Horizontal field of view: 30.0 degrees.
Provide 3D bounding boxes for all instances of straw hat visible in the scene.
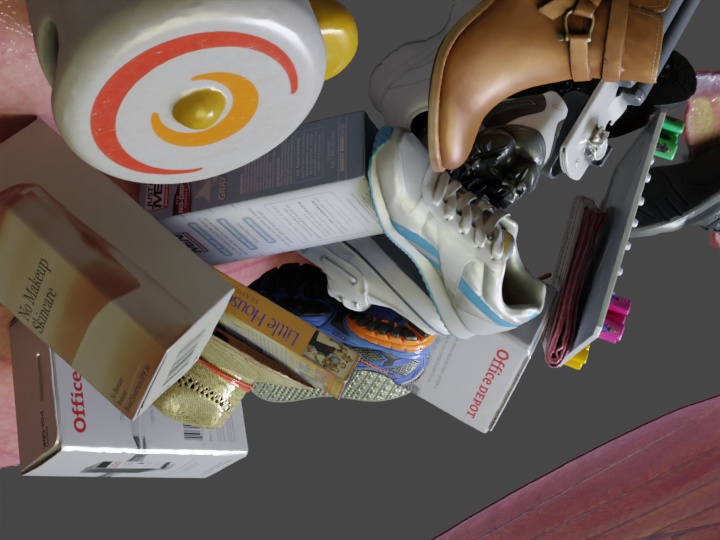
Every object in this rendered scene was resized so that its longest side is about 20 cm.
[{"bbox_3d":[-0.144,0.089,1.174,0.086,0.200,0.201,-59,146,-3],"label":"straw hat"}]

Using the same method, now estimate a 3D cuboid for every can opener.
[{"bbox_3d":[0.205,-0.162,1.073,0.201,0.066,0.053,-56,147,-8],"label":"can opener"}]

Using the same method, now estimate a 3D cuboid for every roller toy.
[{"bbox_3d":[-0.117,-0.150,0.875,0.182,0.141,0.199,-35,148,25],"label":"roller toy"}]

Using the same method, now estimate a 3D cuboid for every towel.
[{"bbox_3d":[0.198,0.005,1.265,0.022,0.146,0.200,15,-172,5],"label":"towel"}]

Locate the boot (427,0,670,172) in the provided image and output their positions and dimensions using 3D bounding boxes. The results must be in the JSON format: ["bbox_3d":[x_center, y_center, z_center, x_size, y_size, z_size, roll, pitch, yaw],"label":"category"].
[{"bbox_3d":[0.135,-0.152,0.956,0.153,0.203,0.077,16,-177,7],"label":"boot"}]

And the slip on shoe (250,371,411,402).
[{"bbox_3d":[-0.022,0.092,1.358,0.197,0.062,0.075,-5,133,25],"label":"slip on shoe"}]

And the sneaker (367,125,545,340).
[{"bbox_3d":[0.074,-0.035,1.033,0.080,0.077,0.201,-12,128,33],"label":"sneaker"}]

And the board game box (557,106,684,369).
[{"bbox_3d":[0.226,-0.020,1.184,0.026,0.203,0.200,19,169,3],"label":"board game box"}]

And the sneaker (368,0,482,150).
[{"bbox_3d":[0.090,-0.164,1.035,0.074,0.088,0.200,17,132,-37],"label":"sneaker"}]

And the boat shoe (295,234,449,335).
[{"bbox_3d":[0.000,0.000,1.138,0.066,0.200,0.073,-54,155,12],"label":"boat shoe"}]

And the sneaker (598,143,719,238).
[{"bbox_3d":[0.338,-0.064,1.368,0.197,0.077,0.115,-24,145,-5],"label":"sneaker"}]

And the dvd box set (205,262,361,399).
[{"bbox_3d":[-0.093,0.039,1.099,0.030,0.198,0.146,-59,177,-10],"label":"dvd box set"}]

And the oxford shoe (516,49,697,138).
[{"bbox_3d":[0.187,-0.140,1.156,0.197,0.074,0.085,-2,159,-20],"label":"oxford shoe"}]

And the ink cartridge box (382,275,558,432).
[{"bbox_3d":[0.065,0.041,1.241,0.083,0.198,0.147,-56,171,-39],"label":"ink cartridge box"}]

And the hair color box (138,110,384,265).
[{"bbox_3d":[-0.069,-0.061,1.075,0.197,0.062,0.099,-11,154,21],"label":"hair color box"}]

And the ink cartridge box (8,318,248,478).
[{"bbox_3d":[-0.213,0.109,1.231,0.198,0.149,0.083,9,152,-39],"label":"ink cartridge box"}]

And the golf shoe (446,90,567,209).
[{"bbox_3d":[0.099,-0.094,1.089,0.095,0.078,0.199,-50,-160,-21],"label":"golf shoe"}]

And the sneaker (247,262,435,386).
[{"bbox_3d":[-0.026,0.054,1.188,0.075,0.198,0.079,-44,142,-44],"label":"sneaker"}]

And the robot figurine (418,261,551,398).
[{"bbox_3d":[0.101,0.051,1.369,0.200,0.144,0.117,-43,-178,35],"label":"robot figurine"}]

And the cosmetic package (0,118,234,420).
[{"bbox_3d":[-0.204,-0.001,0.995,0.087,0.199,0.104,-43,170,-43],"label":"cosmetic package"}]
